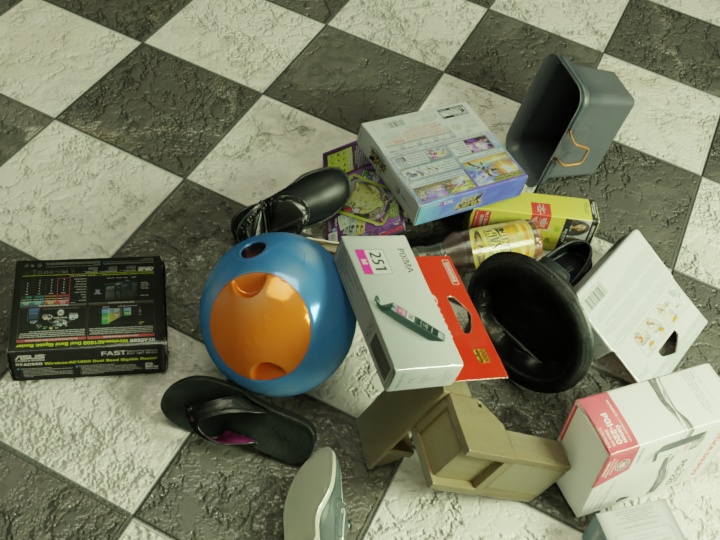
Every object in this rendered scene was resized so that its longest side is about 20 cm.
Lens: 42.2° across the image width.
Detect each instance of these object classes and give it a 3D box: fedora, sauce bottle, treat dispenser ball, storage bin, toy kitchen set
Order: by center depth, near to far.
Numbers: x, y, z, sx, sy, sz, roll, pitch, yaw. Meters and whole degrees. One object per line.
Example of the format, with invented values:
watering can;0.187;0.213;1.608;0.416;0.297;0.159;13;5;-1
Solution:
toy kitchen set;0.115;0.193;1.164;0.178;0.164;0.202;16;40;-34
treat dispenser ball;-0.102;0.055;1.166;0.196;0.203;0.204;5;48;-5
fedora;0.240;0.058;1.247;0.200;0.203;0.091;39;42;24
sauce bottle;0.168;-0.029;1.357;0.196;0.067;0.067;-13;52;-19
storage bin;0.349;-0.234;1.514;0.132;0.202;0.147;-3;48;-24

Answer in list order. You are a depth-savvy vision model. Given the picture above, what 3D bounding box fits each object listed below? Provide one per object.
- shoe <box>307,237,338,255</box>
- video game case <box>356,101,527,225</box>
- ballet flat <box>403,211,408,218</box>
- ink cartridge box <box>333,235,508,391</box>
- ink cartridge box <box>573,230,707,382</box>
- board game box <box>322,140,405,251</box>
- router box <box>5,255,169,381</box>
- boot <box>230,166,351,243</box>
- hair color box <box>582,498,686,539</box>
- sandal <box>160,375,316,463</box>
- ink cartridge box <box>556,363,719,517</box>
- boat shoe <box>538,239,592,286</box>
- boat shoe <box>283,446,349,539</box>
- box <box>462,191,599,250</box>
shoe;0.000;0.000;1.331;0.196;0.054;0.071;16;48;4
video game case;0.121;-0.165;1.400;0.197;0.046;0.182;-16;54;-26
ballet flat;0.070;-0.159;1.485;0.069;0.071;0.203;3;48;-7
ink cartridge box;0.076;0.044;1.106;0.170;0.044;0.202;-2;49;-26
ink cartridge box;0.393;0.063;1.340;0.199;0.043;0.175;-38;91;-36
board game box;0.002;-0.123;1.421;0.118;0.032;0.203;-21;47;19
router box;-0.349;0.060;1.211;0.196;0.063;0.152;-2;48;-12
boot;-0.087;-0.083;1.302;0.197;0.078;0.168;-24;11;-10
hair color box;0.341;0.371;1.059;0.097;0.061;0.202;-7;50;-15
sandal;-0.149;0.181;1.124;0.196;0.077;0.048;16;18;4
ink cartridge box;0.346;0.208;1.145;0.196;0.147;0.086;-13;50;-20
boat shoe;0.271;0.015;1.361;0.198;0.063;0.075;-32;62;-30
boat shoe;-0.046;0.297;1.071;0.062;0.072;0.202;44;31;-29
box;0.260;-0.077;1.432;0.195;0.076;0.051;7;47;-5
